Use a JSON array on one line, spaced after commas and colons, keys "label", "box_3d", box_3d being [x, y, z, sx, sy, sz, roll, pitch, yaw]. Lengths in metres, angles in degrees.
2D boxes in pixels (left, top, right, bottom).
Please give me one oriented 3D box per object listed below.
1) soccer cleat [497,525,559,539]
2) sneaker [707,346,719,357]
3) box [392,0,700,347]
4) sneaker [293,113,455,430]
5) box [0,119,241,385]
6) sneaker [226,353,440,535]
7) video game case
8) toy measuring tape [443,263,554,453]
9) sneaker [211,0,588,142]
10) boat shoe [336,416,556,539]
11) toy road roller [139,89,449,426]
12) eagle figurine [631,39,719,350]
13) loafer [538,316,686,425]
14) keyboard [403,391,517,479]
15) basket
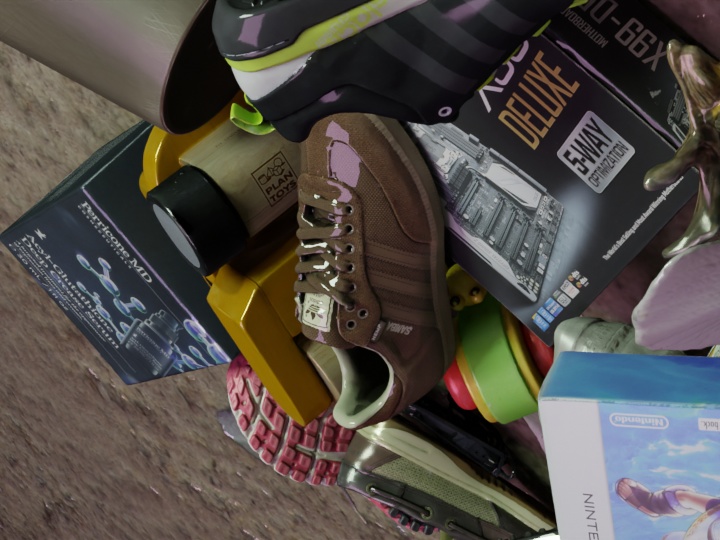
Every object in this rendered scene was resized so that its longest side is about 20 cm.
[{"label": "soccer cleat", "box_3d": [0.160, 0.171, 0.830, 0.199, 0.068, 0.074, -22, 73, 42]}, {"label": "sneaker", "box_3d": [0.192, 0.064, 0.694, 0.078, 0.082, 0.201, 34, 152, 19]}, {"label": "box", "box_3d": [0.078, -0.065, 0.700, 0.158, 0.050, 0.200, 42, 154, 6]}, {"label": "sneaker", "box_3d": [0.000, 0.000, 0.759, 0.070, 0.076, 0.201, 19, 140, 40]}, {"label": "box", "box_3d": [-0.140, -0.015, 1.018, 0.149, 0.107, 0.200, 50, 152, -12]}, {"label": "sneaker", "box_3d": [-0.014, 0.117, 1.026, 0.200, 0.081, 0.075, 37, 178, -24]}, {"label": "video game case", "box_3d": [0.189, 0.128, 0.655, 0.199, 0.045, 0.182, 1, 119, 26]}, {"label": "toy measuring tape", "box_3d": [0.098, 0.082, 0.857, 0.073, 0.074, 0.201, 5, 131, 52]}, {"label": "sneaker", "box_3d": [0.037, -0.104, 0.592, 0.199, 0.072, 0.083, -14, 127, 12]}, {"label": "boat shoe", "box_3d": [0.073, 0.164, 0.983, 0.199, 0.065, 0.073, 33, 179, -6]}, {"label": "toy road roller", "box_3d": [-0.049, -0.023, 0.875, 0.201, 0.123, 0.146, 58, 165, -27]}, {"label": "eagle figurine", "box_3d": [0.198, -0.029, 0.505, 0.199, 0.151, 0.152, 25, 128, 42]}, {"label": "loafer", "box_3d": [0.132, 0.075, 0.792, 0.070, 0.070, 0.200, 29, 160, 18]}, {"label": "keyboard", "box_3d": [0.043, 0.079, 0.950, 0.104, 0.040, 0.200, 36, 177, -19]}, {"label": "basket", "box_3d": [-0.148, -0.172, 0.780, 0.199, 0.136, 0.181, 33, 153, 13]}]
